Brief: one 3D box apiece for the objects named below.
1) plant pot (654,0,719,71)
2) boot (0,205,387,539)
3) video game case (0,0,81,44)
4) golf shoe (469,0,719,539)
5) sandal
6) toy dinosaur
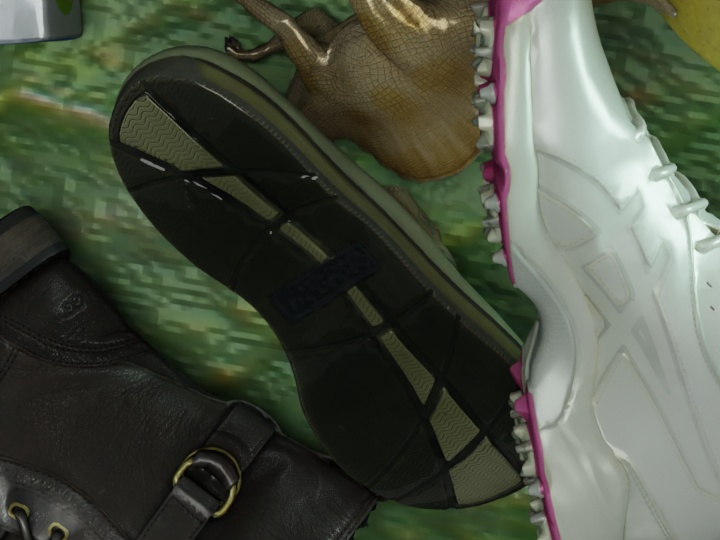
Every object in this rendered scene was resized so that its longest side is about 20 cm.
[{"bbox_3d":[0.157,-0.126,0.710,0.199,0.200,0.143,30,123,4],"label":"plant pot"},{"bbox_3d":[-0.102,0.089,0.793,0.174,0.069,0.200,42,67,4],"label":"boot"},{"bbox_3d":[-0.199,-0.164,0.820,0.198,0.045,0.183,-2,96,10],"label":"video game case"},{"bbox_3d":[0.081,-0.005,0.717,0.091,0.075,0.201,-8,114,6],"label":"golf shoe"},{"bbox_3d":[0.000,-0.001,0.783,0.079,0.058,0.201,-23,118,28],"label":"sandal"},{"bbox_3d":[0.016,-0.080,0.783,0.199,0.058,0.102,-28,92,37],"label":"toy dinosaur"}]
